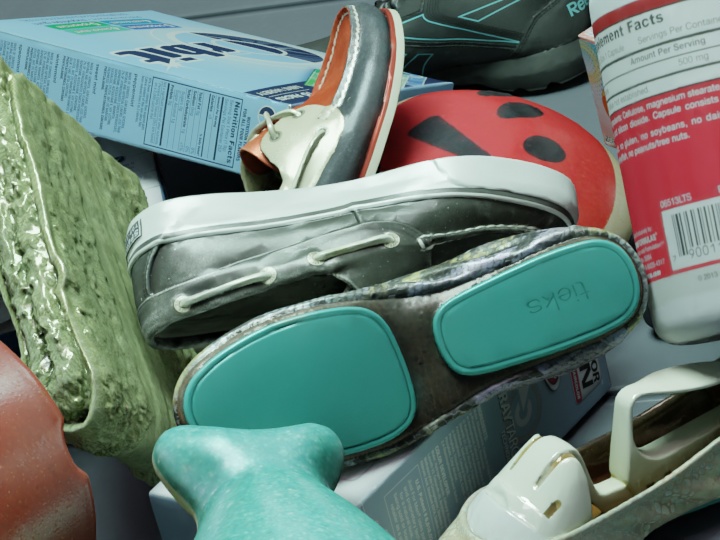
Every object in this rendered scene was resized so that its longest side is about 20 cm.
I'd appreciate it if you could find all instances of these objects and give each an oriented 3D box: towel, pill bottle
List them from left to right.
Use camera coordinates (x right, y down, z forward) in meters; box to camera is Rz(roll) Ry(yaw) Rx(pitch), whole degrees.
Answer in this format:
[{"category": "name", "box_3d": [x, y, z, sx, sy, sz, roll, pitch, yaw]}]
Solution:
[{"category": "towel", "box_3d": [-0.120, 0.005, 1.229, 0.036, 0.148, 0.200, -28, 61, 13]}, {"category": "pill bottle", "box_3d": [0.157, -0.076, 1.157, 0.112, 0.200, 0.112, -10, -5, -1]}]

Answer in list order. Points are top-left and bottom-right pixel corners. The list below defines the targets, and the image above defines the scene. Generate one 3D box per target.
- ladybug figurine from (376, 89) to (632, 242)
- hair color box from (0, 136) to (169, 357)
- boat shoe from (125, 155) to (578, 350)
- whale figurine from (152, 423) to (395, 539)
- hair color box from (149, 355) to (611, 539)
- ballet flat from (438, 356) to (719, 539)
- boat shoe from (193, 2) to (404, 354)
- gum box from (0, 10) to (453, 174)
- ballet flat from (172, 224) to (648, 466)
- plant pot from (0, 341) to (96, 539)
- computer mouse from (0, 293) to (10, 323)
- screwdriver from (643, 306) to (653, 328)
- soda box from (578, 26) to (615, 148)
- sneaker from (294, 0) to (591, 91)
[{"category": "ladybug figurine", "box_3d": [0.055, -0.037, 1.350, 0.136, 0.072, 0.200, -36, 27, -15]}, {"category": "hair color box", "box_3d": [-0.138, 0.001, 1.409, 0.100, 0.061, 0.200, -16, 27, -1]}, {"category": "boat shoe", "box_3d": [0.000, 0.000, 1.216, 0.200, 0.071, 0.064, -8, 59, -5]}, {"category": "whale figurine", "box_3d": [-0.020, 0.119, 1.017, 0.159, 0.104, 0.200, 1, 45, -17]}, {"category": "hair color box", "box_3d": [0.013, 0.072, 1.200, 0.099, 0.061, 0.200, 8, 35, 37]}, {"category": "ballet flat", "box_3d": [0.097, 0.082, 1.136, 0.200, 0.062, 0.067, -26, 29, -21]}, {"category": "boat shoe", "box_3d": [-0.029, -0.040, 1.322, 0.063, 0.200, 0.071, 19, -17, -9]}, {"category": "gum box", "box_3d": [-0.079, -0.095, 1.475, 0.200, 0.045, 0.170, 17, 15, 28]}, {"category": "ballet flat", "box_3d": [0.019, 0.035, 1.146, 0.200, 0.072, 0.072, -18, 27, -8]}, {"category": "plant pot", "box_3d": [-0.222, 0.116, 1.107, 0.201, 0.201, 0.195, 9, 27, 38]}, {"category": "computer mouse", "box_3d": [-0.185, 0.008, 1.270, 0.044, 0.110, 0.200, 33, 40, 18]}, {"category": "screwdriver", "box_3d": [0.138, -0.065, 1.245, 0.028, 0.200, 0.029, 8, 28, 20]}, {"category": "soda box", "box_3d": [0.192, -0.074, 1.275, 0.068, 0.064, 0.200, -33, 34, -26]}, {"category": "sneaker", "box_3d": [0.033, -0.137, 1.569, 0.200, 0.079, 0.075, -11, 27, 11]}]
